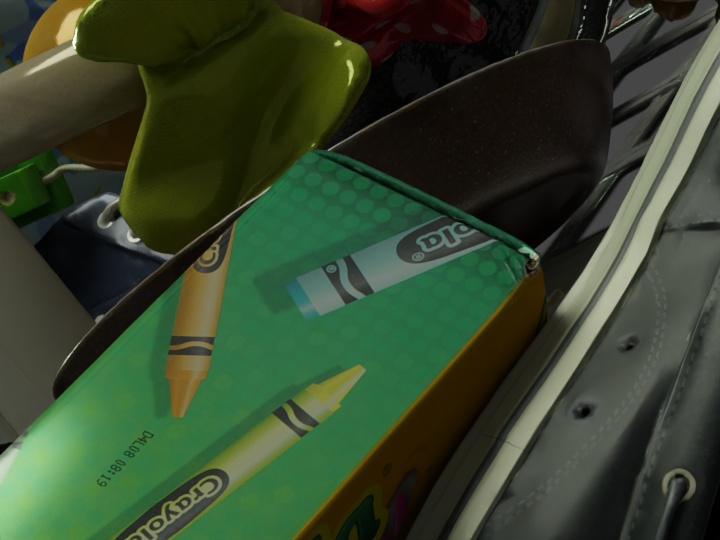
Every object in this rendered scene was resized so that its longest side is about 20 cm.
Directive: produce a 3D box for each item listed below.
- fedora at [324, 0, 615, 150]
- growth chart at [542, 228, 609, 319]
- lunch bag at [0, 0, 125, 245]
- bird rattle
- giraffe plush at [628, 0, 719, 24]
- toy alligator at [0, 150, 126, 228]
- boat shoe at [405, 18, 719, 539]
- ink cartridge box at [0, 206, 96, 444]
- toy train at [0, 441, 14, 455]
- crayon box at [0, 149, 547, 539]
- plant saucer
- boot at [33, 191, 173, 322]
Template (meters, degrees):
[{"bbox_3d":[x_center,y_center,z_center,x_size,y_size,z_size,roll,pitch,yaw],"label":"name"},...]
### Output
[{"bbox_3d":[0.000,-0.092,0.905,0.200,0.092,0.201,-26,41,25],"label":"fedora"},{"bbox_3d":[0.011,0.054,0.661,0.200,0.018,0.145,-48,14,-34],"label":"growth chart"},{"bbox_3d":[-0.161,-0.022,1.015,0.161,0.200,0.082,-32,9,-24],"label":"lunch bag"},{"bbox_3d":[-0.059,-0.081,0.762,0.163,0.113,0.200,-19,16,19],"label":"bird rattle"},{"bbox_3d":[0.120,-0.156,0.728,0.162,0.172,0.200,-57,-10,11],"label":"giraffe plush"},{"bbox_3d":[-0.148,-0.022,0.883,0.200,0.059,0.054,-23,7,19],"label":"toy alligator"},{"bbox_3d":[0.080,0.007,0.449,0.200,0.062,0.075,-56,-28,-16],"label":"boat shoe"},{"bbox_3d":[-0.164,0.072,0.821,0.200,0.147,0.083,-26,16,45],"label":"ink cartridge box"},{"bbox_3d":[-0.064,0.054,0.596,0.046,0.034,0.200,-54,-18,18],"label":"toy train"},{"bbox_3d":[-0.041,0.086,0.437,0.200,0.058,0.119,-46,-31,-29],"label":"crayon box"},{"bbox_3d":[0.000,0.000,0.710,0.200,0.035,0.200,-31,-9,-5],"label":"plant saucer"},{"bbox_3d":[-0.064,-0.003,0.863,0.200,0.090,0.073,-36,-13,32],"label":"boot"}]
